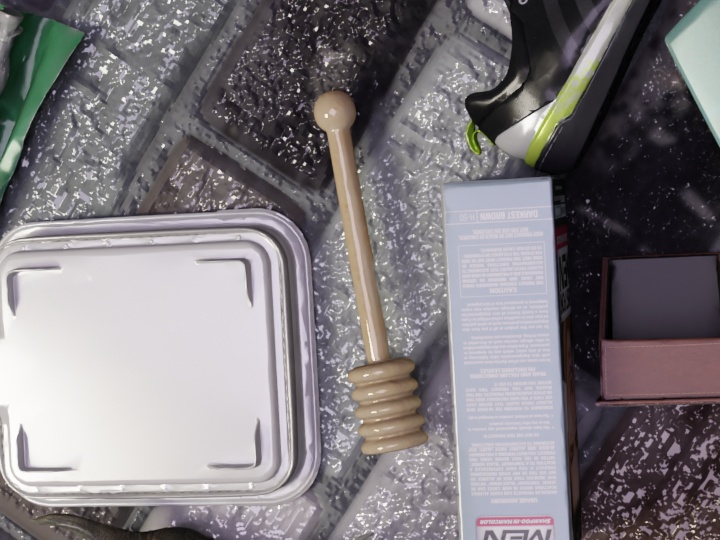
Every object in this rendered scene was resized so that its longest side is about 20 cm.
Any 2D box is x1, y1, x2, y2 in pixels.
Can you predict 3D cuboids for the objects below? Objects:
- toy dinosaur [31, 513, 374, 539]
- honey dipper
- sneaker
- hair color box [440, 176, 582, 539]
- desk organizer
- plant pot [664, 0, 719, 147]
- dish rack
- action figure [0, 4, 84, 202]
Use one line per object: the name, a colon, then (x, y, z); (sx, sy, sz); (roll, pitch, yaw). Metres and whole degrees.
toy dinosaur: (-0.092, 0.183, 0.935); (0.199, 0.102, 0.078); (11, 108, 20)
honey dipper: (0.000, 0.000, 0.923); (0.038, 0.038, 0.201); (-12, 87, 12)
sneaker: (0.114, -0.148, 0.878); (0.082, 0.072, 0.201); (27, 98, 10)
hair color box: (0.082, 0.052, 0.881); (0.060, 0.099, 0.202); (-2, 93, 11)
desk organizer: (0.223, 0.027, 0.865); (0.199, 0.072, 0.078); (-3, 90, 12)
plant pot: (0.262, -0.124, 0.820); (0.199, 0.141, 0.142); (-28, 87, 18)
dish rack: (-0.126, 0.055, 0.954); (0.199, 0.044, 0.173); (-2, 93, 13)
action figure: (-0.246, -0.061, 0.970); (0.117, 0.055, 0.201); (19, 101, 7)
